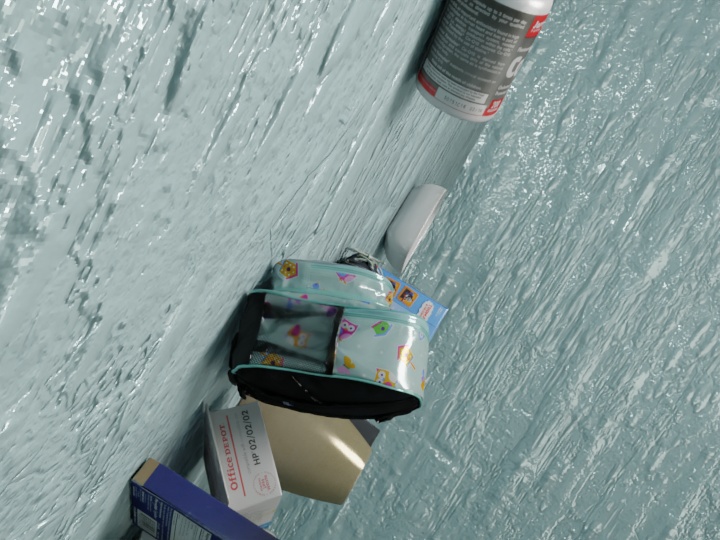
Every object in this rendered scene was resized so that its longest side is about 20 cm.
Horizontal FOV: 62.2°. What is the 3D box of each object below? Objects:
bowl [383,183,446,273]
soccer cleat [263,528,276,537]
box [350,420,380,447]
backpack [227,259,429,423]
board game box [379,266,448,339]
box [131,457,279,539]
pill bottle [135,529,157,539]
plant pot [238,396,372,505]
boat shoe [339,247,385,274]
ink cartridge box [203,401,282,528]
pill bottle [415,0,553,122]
[{"bbox_3d":[0.120,-0.106,1.415,0.201,0.074,0.200,-58,172,-13],"label":"bowl"},{"bbox_3d":[-0.164,0.411,0.729,0.202,0.069,0.078,-63,162,0],"label":"soccer cleat"},{"bbox_3d":[-0.067,0.273,1.108,0.079,0.199,0.141,-57,174,-10],"label":"box"},{"bbox_3d":[-0.023,0.082,0.640,0.176,0.197,0.155,100,6,-67],"label":"backpack"},{"bbox_3d":[0.041,0.085,1.110,0.152,0.199,0.037,-57,173,-15],"label":"board game box"},{"bbox_3d":[-0.138,0.273,0.593,0.032,0.199,0.122,-53,171,-43],"label":"box"},{"bbox_3d":[-0.234,0.374,0.707,0.201,0.109,0.110,-64,172,31],"label":"pill bottle"},{"bbox_3d":[-0.089,0.261,0.912,0.188,0.199,0.187,-58,172,-12],"label":"plant pot"},{"bbox_3d":[0.000,0.000,0.984,0.062,0.074,0.200,-57,175,-3],"label":"boat shoe"},{"bbox_3d":[-0.144,0.238,0.714,0.067,0.116,0.201,-10,150,-21],"label":"ink cartridge box"},{"bbox_3d":[0.150,-0.288,0.693,0.114,0.113,0.201,-52,170,-48],"label":"pill bottle"}]
